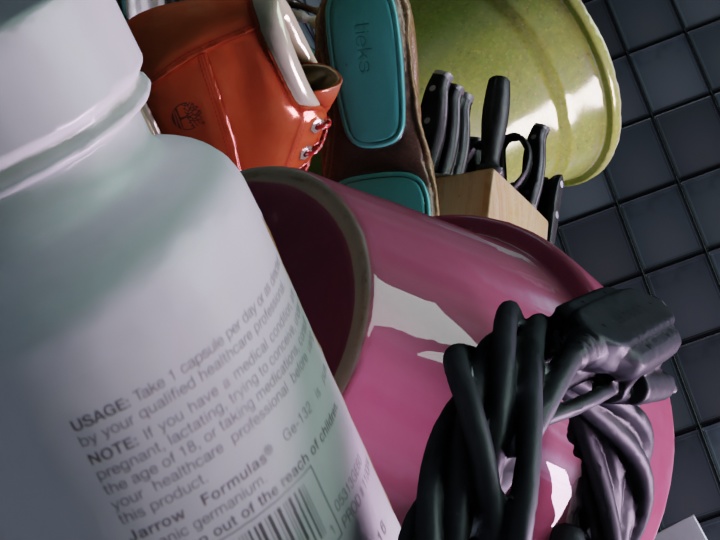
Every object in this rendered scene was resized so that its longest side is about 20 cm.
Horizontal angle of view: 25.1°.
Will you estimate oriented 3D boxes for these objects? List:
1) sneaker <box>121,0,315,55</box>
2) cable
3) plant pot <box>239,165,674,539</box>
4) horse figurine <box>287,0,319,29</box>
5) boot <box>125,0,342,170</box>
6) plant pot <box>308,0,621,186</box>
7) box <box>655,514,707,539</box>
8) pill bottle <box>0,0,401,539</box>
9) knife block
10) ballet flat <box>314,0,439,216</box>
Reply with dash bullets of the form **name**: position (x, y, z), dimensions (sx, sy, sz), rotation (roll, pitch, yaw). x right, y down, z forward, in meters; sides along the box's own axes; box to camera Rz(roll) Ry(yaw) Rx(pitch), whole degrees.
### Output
- **sneaker**: position (-0.054, -0.084, 0.883), dimensions (0.078, 0.091, 0.201), rotation (-93, 161, -60)
- **cable**: position (0.049, 0.089, 0.514), dimensions (0.200, 0.051, 0.164), rotation (-20, 125, -65)
- **plant pot**: position (-0.001, 0.053, 0.644), dimensions (0.179, 0.199, 0.201), rotation (34, 34, -49)
- **horse figurine**: position (-0.071, -0.196, 1.045), dimensions (0.200, 0.132, 0.050), rotation (-71, -176, -77)
- **boot**: position (-0.049, -0.052, 0.798), dimensions (0.075, 0.107, 0.200), rotation (-105, 173, -46)
- **plant pot**: position (0.039, -0.100, 1.082), dimensions (0.200, 0.184, 0.201), rotation (40, -29, 28)
- **box**: position (0.174, 0.230, 0.891), dimensions (0.157, 0.041, 0.200), rotation (63, -17, 14)
- **pill bottle**: position (-0.071, 0.024, 0.446), dimensions (0.114, 0.114, 0.201), rotation (-90, 158, -67)
- **knife block**: position (0.054, -0.016, 0.896), dimensions (0.200, 0.064, 0.177), rotation (-35, 111, -55)
- **ballet flat**: position (0.007, -0.055, 0.861), dimensions (0.072, 0.067, 0.201), rotation (-3, 88, -83)
